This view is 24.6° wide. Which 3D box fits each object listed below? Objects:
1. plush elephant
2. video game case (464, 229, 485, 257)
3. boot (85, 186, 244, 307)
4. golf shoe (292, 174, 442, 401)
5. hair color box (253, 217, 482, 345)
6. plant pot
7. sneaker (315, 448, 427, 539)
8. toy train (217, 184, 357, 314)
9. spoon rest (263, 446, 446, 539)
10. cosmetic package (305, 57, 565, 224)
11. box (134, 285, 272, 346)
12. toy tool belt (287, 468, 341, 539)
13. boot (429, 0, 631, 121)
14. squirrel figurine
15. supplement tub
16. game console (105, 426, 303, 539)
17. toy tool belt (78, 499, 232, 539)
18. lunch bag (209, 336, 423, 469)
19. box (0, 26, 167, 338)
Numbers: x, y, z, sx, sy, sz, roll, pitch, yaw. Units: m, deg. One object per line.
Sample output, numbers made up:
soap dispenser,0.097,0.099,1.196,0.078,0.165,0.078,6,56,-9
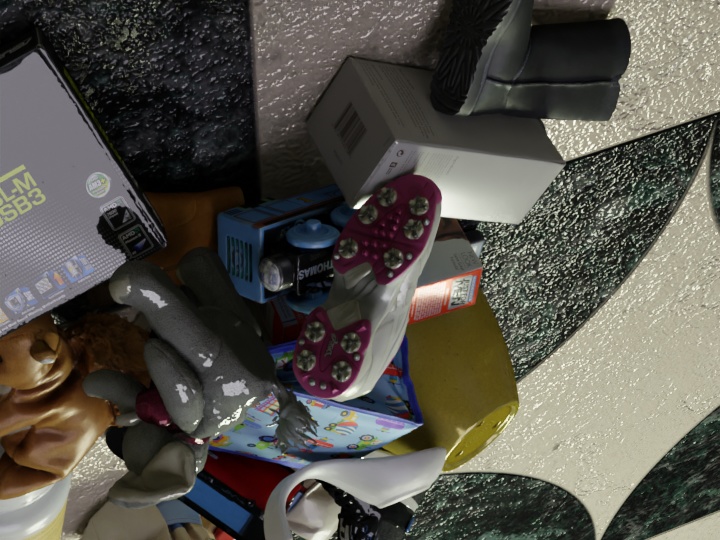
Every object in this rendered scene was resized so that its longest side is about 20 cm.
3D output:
plush elephant,-0.147,0.099,1.312,0.155,0.200,0.165,-39,180,17
video game case,0.044,0.042,1.707,0.142,0.019,0.201,-13,145,-21
boot,-0.165,-0.051,1.395,0.143,0.071,0.202,-21,150,-22
golf shoe,0.013,0.017,1.368,0.201,0.075,0.091,-62,153,-3
hair color box,0.000,0.000,1.533,0.199,0.111,0.064,-16,146,-18
plant pot,0.074,0.113,1.629,0.199,0.142,0.200,-35,159,-15
sneaker,-0.015,0.223,1.645,0.199,0.073,0.113,21,85,-35
toy train,-0.028,-0.027,1.435,0.199,0.114,0.087,-21,122,-43
spoon rest,-0.005,0.195,1.514,0.199,0.061,0.099,-16,168,-36
cosmetic package,0.067,-0.110,1.434,0.199,0.108,0.085,6,133,-39
box,-0.114,0.067,1.579,0.199,0.069,0.082,7,133,-41
toy tool belt,-0.073,0.189,1.734,0.199,0.125,0.123,32,103,-31
boot,0.165,-0.204,1.412,0.199,0.066,0.166,-2,127,-39
squirrel figurine,-0.259,0.077,1.408,0.198,0.142,0.187,-11,144,-12
supplement tub,-0.348,0.217,1.546,0.144,0.146,0.201,-10,143,-25
game console,-0.168,0.198,1.582,0.119,0.199,0.172,-58,175,13
toy tool belt,-0.203,0.318,1.808,0.199,0.123,0.125,-1,139,-35
lunch bag,-0.071,0.119,1.475,0.199,0.095,0.150,5,154,-37
box,-0.277,-0.054,1.252,0.199,0.048,0.194,-28,123,2
